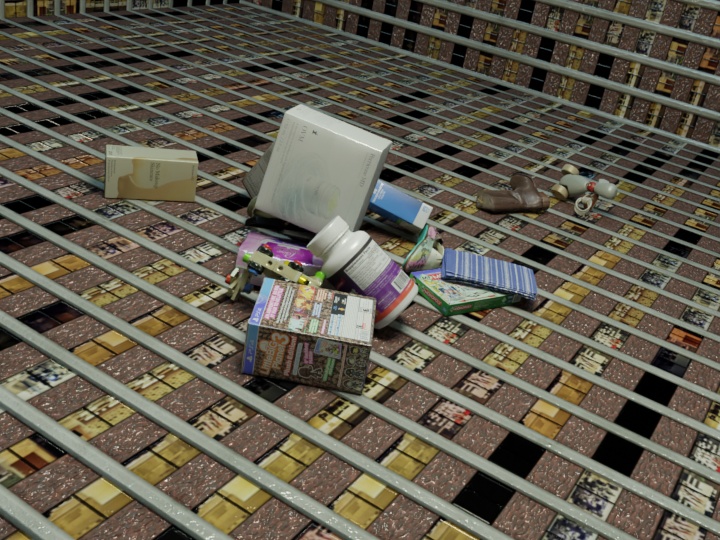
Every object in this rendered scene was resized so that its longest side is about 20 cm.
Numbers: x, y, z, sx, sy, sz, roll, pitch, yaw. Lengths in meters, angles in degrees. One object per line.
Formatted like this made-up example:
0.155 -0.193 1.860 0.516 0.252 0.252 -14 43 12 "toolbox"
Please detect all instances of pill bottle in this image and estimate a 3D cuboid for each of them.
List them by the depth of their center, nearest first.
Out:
0.000 0.000 1.496 0.200 0.111 0.111 46 28 -6 "pill bottle"

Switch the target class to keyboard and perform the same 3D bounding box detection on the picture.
-0.089 -0.061 1.682 0.127 0.021 0.200 6 -1 4 "keyboard"
-0.130 -0.092 1.704 0.199 0.021 0.127 6 -3 -32 "keyboard"

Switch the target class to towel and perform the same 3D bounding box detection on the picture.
0.268 0.007 1.728 0.199 0.024 0.145 14 24 1 "towel"

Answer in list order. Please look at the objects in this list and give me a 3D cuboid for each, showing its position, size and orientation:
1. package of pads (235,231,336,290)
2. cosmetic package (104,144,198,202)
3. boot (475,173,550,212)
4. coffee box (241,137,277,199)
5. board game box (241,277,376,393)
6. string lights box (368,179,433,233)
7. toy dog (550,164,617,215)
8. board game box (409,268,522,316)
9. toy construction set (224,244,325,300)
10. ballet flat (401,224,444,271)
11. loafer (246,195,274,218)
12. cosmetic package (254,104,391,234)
-0.136 -0.009 1.595 0.199 0.076 0.121 12 22 0 "package of pads"
-0.468 -0.216 1.844 0.199 0.106 0.071 0 30 -18 "cosmetic package"
0.381 -0.209 2.219 0.199 0.064 0.186 -5 28 -21 "boot"
-0.169 -0.240 1.892 0.114 0.200 0.080 -21 75 -47 "coffee box"
-0.082 0.105 1.367 0.199 0.097 0.160 11 26 -1 "board game box"
0.058 -0.157 1.883 0.200 0.059 0.103 27 -6 -4 "string lights box"
0.625 -0.217 2.292 0.096 0.132 0.200 40 9 -41 "toy dog"
0.217 0.036 1.699 0.199 0.029 0.135 -8 33 -33 "board game box"
-0.147 0.021 1.489 0.199 0.131 0.092 12 71 4 "toy construction set"
0.147 -0.041 1.794 0.071 0.069 0.200 33 28 1 "ballet flat"
-0.149 -0.121 1.810 0.199 0.075 0.070 6 30 -14 "loafer"
-0.071 -0.185 1.591 0.199 0.200 0.123 22 21 2 "cosmetic package"
